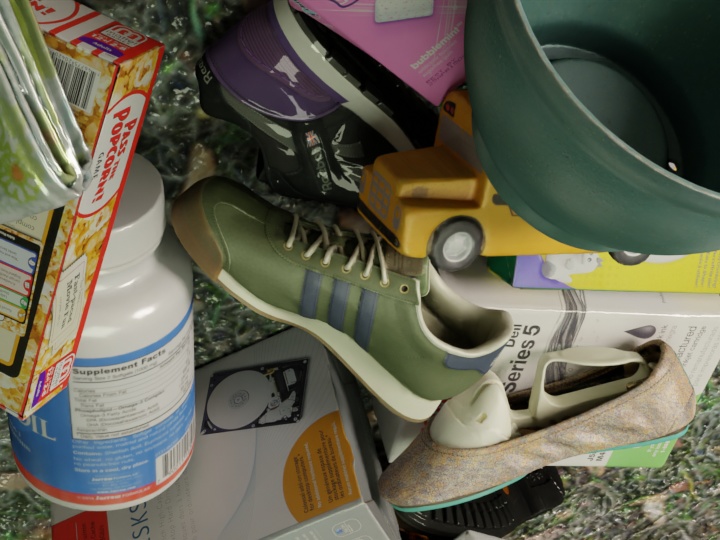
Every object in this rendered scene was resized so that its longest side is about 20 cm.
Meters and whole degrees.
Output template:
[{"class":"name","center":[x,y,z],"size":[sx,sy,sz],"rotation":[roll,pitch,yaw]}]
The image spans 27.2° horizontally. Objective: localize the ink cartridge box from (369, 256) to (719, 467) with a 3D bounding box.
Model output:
[{"class":"ink cartridge box","center":[0.118,0.050,0.958],"size":[0.199,0.084,0.146],"rotation":[2,131,-17]}]

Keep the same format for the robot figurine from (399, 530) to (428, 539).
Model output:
[{"class":"robot figurine","center":[0.002,0.238,1.072],"size":[0.145,0.058,0.200],"rotation":[-52,151,16]}]

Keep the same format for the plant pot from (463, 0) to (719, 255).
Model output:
[{"class":"plant pot","center":[0.128,-0.088,0.679],"size":[0.200,0.201,0.134],"rotation":[5,154,-20]}]

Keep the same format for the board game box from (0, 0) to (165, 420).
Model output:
[{"class":"board game box","center":[-0.194,-0.047,0.726],"size":[0.151,0.046,0.200],"rotation":[27,118,10]}]

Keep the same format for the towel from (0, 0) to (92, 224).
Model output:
[{"class":"towel","center":[-0.229,-0.089,0.669],"size":[0.200,0.048,0.172],"rotation":[-13,105,25]}]

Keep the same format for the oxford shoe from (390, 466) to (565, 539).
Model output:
[{"class":"oxford shoe","center":[0.064,0.164,1.025],"size":[0.084,0.073,0.200],"rotation":[-34,156,25]}]

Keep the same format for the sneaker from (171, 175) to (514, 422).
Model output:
[{"class":"sneaker","center":[0.000,0.000,0.814],"size":[0.200,0.067,0.090],"rotation":[39,126,-23]}]

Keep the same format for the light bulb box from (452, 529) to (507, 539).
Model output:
[{"class":"light bulb box","center":[0.059,0.284,0.992],"size":[0.198,0.125,0.200],"rotation":[-38,155,9]}]

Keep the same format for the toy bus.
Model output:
[{"class":"toy bus","center":[0.102,-0.050,0.783],"size":[0.199,0.065,0.078],"rotation":[-2,117,-24]}]

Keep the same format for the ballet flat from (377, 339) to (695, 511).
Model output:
[{"class":"ballet flat","center":[0.101,0.084,0.892],"size":[0.199,0.068,0.067],"rotation":[-17,115,-6]}]

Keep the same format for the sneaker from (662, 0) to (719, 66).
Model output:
[{"class":"sneaker","center":[0.203,-0.168,0.766],"size":[0.071,0.099,0.200],"rotation":[12,127,-24]}]

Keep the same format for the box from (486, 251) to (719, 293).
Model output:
[{"class":"box","center":[0.180,-0.046,0.882],"size":[0.199,0.048,0.118],"rotation":[1,105,-19]}]

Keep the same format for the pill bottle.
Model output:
[{"class":"pill bottle","center":[-0.150,0.032,0.844],"size":[0.112,0.112,0.200],"rotation":[-5,130,-11]}]

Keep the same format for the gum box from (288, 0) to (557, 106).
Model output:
[{"class":"gum box","center":[0.059,-0.182,0.731],"size":[0.200,0.066,0.113],"rotation":[-40,133,21]}]

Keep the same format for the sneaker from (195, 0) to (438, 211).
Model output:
[{"class":"sneaker","center":[-0.009,-0.068,0.827],"size":[0.087,0.076,0.200],"rotation":[-32,123,20]}]

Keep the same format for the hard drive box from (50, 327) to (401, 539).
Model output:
[{"class":"hard drive box","center":[-0.089,0.143,0.938],"size":[0.200,0.156,0.077],"rotation":[-24,134,7]}]
